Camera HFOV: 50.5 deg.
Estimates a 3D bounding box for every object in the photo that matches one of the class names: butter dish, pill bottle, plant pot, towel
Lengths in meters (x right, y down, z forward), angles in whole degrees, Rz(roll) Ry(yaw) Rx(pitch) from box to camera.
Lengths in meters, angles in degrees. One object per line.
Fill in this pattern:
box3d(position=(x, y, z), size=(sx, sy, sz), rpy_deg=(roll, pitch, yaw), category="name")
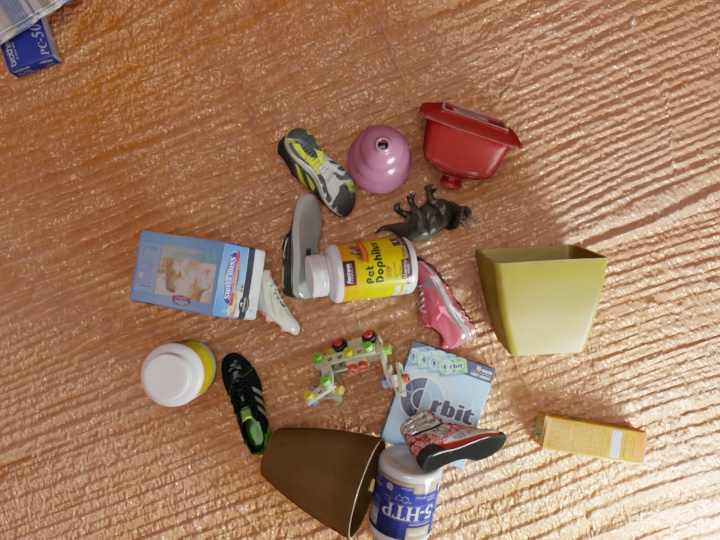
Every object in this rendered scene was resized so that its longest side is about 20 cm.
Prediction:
box3d(position=(0.191, -0.224, 1.445), size=(0.199, 0.200, 0.149), rpy_deg=(18, 110, 1), category="butter dish")
box3d(position=(-0.329, 0.184, 1.382), size=(0.108, 0.200, 0.110), rpy_deg=(0, 87, -1), category="pill bottle")
box3d(position=(0.000, 0.000, 1.431), size=(0.198, 0.109, 0.110), rpy_deg=(-7, 87, -14), category="pill bottle")
box3d(position=(-0.076, 0.368, 1.412), size=(0.199, 0.186, 0.188), rpy_deg=(17, 87, 15), category="plant pot")
box3d(position=(-0.653, -0.533, 1.461), size=(0.199, 0.024, 0.147), rpy_deg=(-34, 84, -2), category="towel")
box3d(position=(0.331, 0.054, 1.421), size=(0.198, 0.200, 0.178), rpy_deg=(-4, 99, -1), category="plant pot")
box3d(position=(0.078, 0.438, 1.412), size=(0.119, 0.120, 0.202), rpy_deg=(8, 105, -1), category="pill bottle")

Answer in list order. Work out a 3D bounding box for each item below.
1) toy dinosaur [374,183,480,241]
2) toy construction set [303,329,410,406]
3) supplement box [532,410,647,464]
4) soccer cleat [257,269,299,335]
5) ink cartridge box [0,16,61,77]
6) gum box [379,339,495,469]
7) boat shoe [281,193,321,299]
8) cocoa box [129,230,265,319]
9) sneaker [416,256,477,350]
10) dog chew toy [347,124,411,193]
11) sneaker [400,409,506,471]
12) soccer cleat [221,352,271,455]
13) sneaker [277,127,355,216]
box3d(position=(0.124, -0.101, 1.474), size=(0.199, 0.077, 0.103), rpy_deg=(-23, 81, -5), category="toy dinosaur")
box3d(position=(-0.008, 0.188, 1.434), size=(0.198, 0.092, 0.132), rpy_deg=(-6, 46, 6), category="toy construction set")
box3d(position=(0.438, 0.320, 1.464), size=(0.198, 0.067, 0.069), rpy_deg=(8, 87, -1), category="supplement box")
box3d(position=(-0.183, 0.043, 1.467), size=(0.200, 0.069, 0.078), rpy_deg=(42, 84, 4), category="soccer cleat")
box3d(position=(-0.665, -0.491, 1.493), size=(0.093, 0.044, 0.201), rpy_deg=(-19, 88, 0), category="ink cartridge box")
box3d(position=(0.148, 0.256, 1.473), size=(0.169, 0.045, 0.201), rpy_deg=(19, 88, 0), category="gum box")
box3d(position=(-0.122, -0.047, 1.467), size=(0.063, 0.071, 0.202), rpy_deg=(5, 89, 36), category="boat shoe")
box3d(position=(-0.298, 0.009, 1.397), size=(0.199, 0.131, 0.134), rpy_deg=(8, 87, 27), category="cocoa box")
box3d(position=(0.139, 0.065, 1.467), size=(0.087, 0.074, 0.201), rpy_deg=(-34, 88, -1), category="sneaker")
box3d(position=(0.037, -0.212, 1.415), size=(0.124, 0.200, 0.126), rpy_deg=(0, 88, -2), category="dog chew toy")
box3d(position=(0.169, 0.299, 1.413), size=(0.200, 0.108, 0.068), rpy_deg=(-5, 128, -31), category="sneaker")
box3d(position=(-0.214, 0.252, 1.448), size=(0.067, 0.081, 0.201), rpy_deg=(-19, 88, -2), category="soccer cleat")
box3d(position=(-0.084, -0.189, 1.480), size=(0.074, 0.084, 0.200), rpy_deg=(-44, 110, -22), category="sneaker")
